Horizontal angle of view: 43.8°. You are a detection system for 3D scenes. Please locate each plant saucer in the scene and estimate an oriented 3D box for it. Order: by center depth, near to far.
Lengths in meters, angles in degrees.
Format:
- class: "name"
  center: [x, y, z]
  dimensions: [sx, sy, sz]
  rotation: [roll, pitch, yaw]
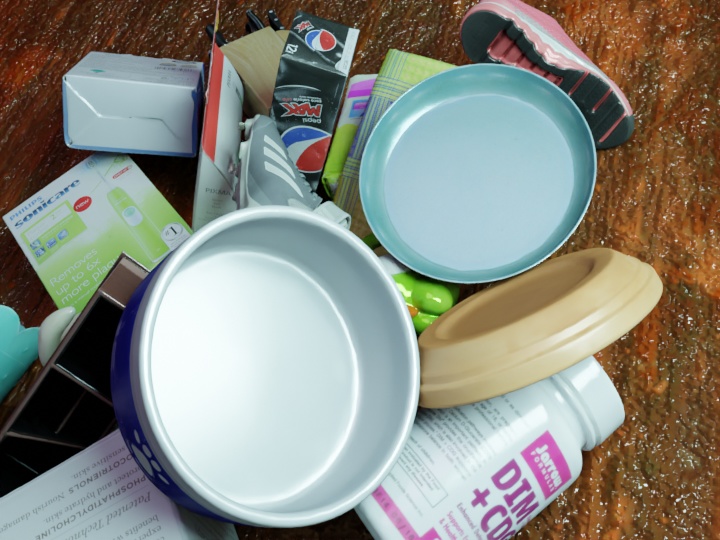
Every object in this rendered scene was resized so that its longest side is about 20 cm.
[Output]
- class: "plant saucer"
  center: [0.117, 0.035, 0.648]
  dimensions: [0.197, 0.038, 0.200]
  rotation: [-26, 5, 3]
- class: "plant saucer"
  center: [0.096, -0.080, 0.751]
  dimensions: [0.196, 0.027, 0.204]
  rotation: [-5, 67, 12]

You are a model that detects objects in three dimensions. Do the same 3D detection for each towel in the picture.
- class: "towel"
  center: [0.053, -0.089, 0.824]
  dimensions: [0.141, 0.023, 0.204]
  rotation: [20, 98, 18]

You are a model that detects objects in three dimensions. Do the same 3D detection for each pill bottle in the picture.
- class: "pill bottle"
  center: [0.091, 0.137, 0.665]
  dimensions: [0.199, 0.114, 0.113]
  rotation: [-37, 52, -11]

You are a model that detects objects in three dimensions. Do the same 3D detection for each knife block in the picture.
- class: "knife block"
  center: [-0.126, -0.222, 1.024]
  dimensions: [0.172, 0.065, 0.202]
  rotation: [6, 47, 19]

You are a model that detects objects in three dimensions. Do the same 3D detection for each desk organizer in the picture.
- class: "desk organizer"
  center: [-0.207, 0.095, 0.660]
  dimensions: [0.201, 0.071, 0.077]
  rotation: [-53, 12, 13]

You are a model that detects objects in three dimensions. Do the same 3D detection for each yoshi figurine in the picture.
- class: "yoshi figurine"
  center: [0.007, 0.004, 0.797]
  dimensions: [0.198, 0.113, 0.112]
  rotation: [24, 58, 31]

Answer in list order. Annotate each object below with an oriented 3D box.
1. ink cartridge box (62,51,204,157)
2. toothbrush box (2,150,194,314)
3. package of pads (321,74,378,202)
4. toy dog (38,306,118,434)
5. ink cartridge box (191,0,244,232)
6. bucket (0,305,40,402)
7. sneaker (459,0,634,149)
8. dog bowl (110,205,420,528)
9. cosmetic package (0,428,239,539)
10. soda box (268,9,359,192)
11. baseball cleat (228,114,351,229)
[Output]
- class: "ink cartridge box"
  center: [-0.240, -0.189, 0.983]
  dimensions: [0.134, 0.078, 0.201]
  rotation: [4, 22, -9]
- class: "toothbrush box"
  center: [-0.253, -0.019, 0.916]
  dimensions: [0.145, 0.087, 0.200]
  rotation: [-37, 50, -11]
- class: "package of pads"
  center: [0.069, -0.126, 0.898]
  dimensions: [0.196, 0.069, 0.157]
  rotation: [0, 54, 19]
- class: "toy dog"
  center: [-0.151, 0.060, 0.761]
  dimensions: [0.197, 0.195, 0.141]
  rotation: [-25, 38, 7]
- class: "ink cartridge box"
  center: [-0.137, -0.151, 0.905]
  dimensions: [0.049, 0.201, 0.163]
  rotation: [7, 51, -12]
- class: "bucket"
  center: [-0.408, 0.069, 0.832]
  dimensions: [0.205, 0.208, 0.136]
  rotation: [21, 72, 30]
- class: "sneaker"
  center: [0.190, -0.202, 0.860]
  dimensions: [0.199, 0.074, 0.087]
  rotation: [37, 48, -9]
- class: "dog bowl"
  center: [-0.061, 0.065, 0.596]
  dimensions: [0.078, 0.199, 0.202]
  rotation: [-24, 33, 57]
- class: "cosmetic package"
  center: [-0.161, 0.255, 0.627]
  dimensions: [0.164, 0.168, 0.201]
  rotation: [-28, 51, -5]
- class: "soda box"
  center: [-0.056, -0.143, 0.864]
  dimensions: [0.062, 0.201, 0.072]
  rotation: [15, 52, -4]
- class: "baseball cleat"
  center: [-0.062, -0.059, 0.765]
  dimensions: [0.104, 0.070, 0.202]
  rotation: [8, 43, -11]
